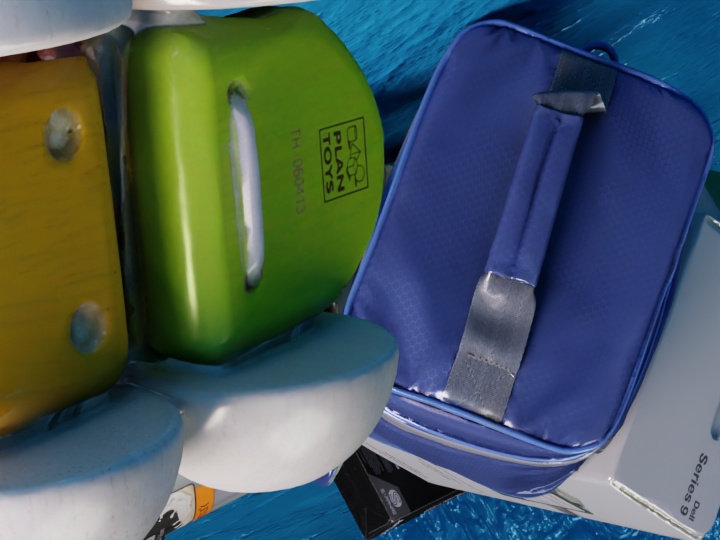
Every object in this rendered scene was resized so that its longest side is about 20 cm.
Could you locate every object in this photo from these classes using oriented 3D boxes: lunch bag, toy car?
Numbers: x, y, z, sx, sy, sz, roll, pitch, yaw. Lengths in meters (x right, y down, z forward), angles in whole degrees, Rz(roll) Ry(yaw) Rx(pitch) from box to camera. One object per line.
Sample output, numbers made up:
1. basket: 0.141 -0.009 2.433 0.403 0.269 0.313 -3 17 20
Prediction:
1. lunch bag: 0.073 -0.011 0.823 0.132 0.135 0.201 112 -3 -75
2. toy car: -0.086 -0.021 0.512 0.149 0.176 0.199 8 -161 43

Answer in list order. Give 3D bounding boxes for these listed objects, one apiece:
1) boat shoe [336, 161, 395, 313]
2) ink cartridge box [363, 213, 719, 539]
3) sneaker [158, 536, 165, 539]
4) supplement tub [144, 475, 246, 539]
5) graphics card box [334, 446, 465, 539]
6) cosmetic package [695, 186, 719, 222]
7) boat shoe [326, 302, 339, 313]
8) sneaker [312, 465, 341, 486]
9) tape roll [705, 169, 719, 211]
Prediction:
1. boat shoe: 0.000 0.000 0.992 0.062 0.071 0.200 -23 163 -42
2. ink cartridge box: 0.104 0.045 0.965 0.084 0.147 0.199 33 162 -37
3. sneaker: -0.144 0.136 1.152 0.074 0.080 0.200 -59 -176 -21
4. supplement tub: -0.142 0.078 0.829 0.199 0.123 0.123 -25 168 -20
5. graphics card box: 0.056 0.134 1.574 0.199 0.126 0.051 -20 167 -41
6. cosmetic package: 0.164 -0.052 1.129 0.050 0.083 0.200 -30 169 20
7. boat shoe: -0.052 0.019 0.916 0.074 0.074 0.200 -26 168 -16
8. sneaker: -0.022 0.084 1.174 0.075 0.089 0.200 8 162 6
9. tape roll: 0.183 0.013 1.261 0.199 0.048 0.201 -26 -152 15
